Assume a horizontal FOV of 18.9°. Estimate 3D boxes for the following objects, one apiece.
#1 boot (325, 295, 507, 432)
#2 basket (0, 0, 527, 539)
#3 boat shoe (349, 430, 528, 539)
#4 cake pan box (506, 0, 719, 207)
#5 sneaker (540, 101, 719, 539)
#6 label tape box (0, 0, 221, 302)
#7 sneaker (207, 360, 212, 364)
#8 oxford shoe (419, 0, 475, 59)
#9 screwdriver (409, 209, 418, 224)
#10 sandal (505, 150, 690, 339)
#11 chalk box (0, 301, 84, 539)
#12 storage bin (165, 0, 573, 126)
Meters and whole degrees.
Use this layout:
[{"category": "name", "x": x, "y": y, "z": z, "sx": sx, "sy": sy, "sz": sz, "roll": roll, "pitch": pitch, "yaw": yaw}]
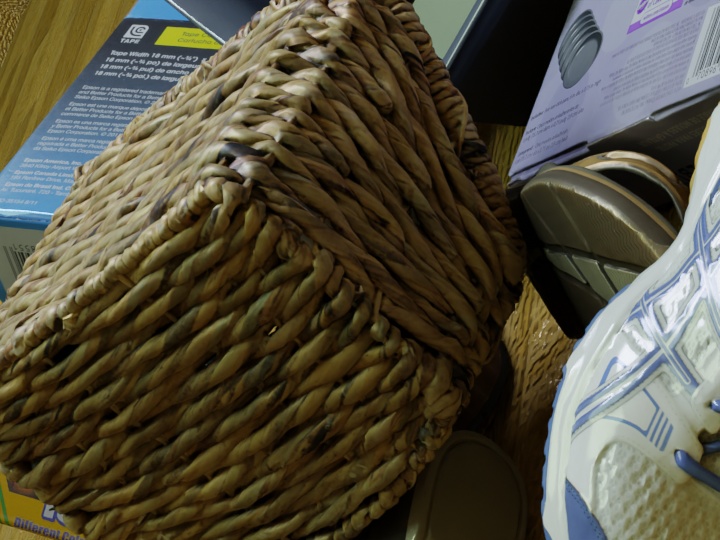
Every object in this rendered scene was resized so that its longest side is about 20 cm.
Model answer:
[{"category": "boot", "x": 0.000, "y": 0.000, "z": 0.935, "sx": 0.075, "sy": 0.097, "sz": 0.200, "roll": -47, "pitch": 20, "yaw": 6}, {"category": "basket", "x": -0.031, "y": 0.008, "z": 0.795, "sx": 0.200, "sy": 0.143, "sz": 0.149, "roll": -35, "pitch": 20, "yaw": 41}, {"category": "boat shoe", "x": 0.009, "y": 0.146, "z": 0.753, "sx": 0.057, "sy": 0.067, "sz": 0.200, "roll": -36, "pitch": 25, "yaw": 47}, {"category": "cake pan box", "x": 0.140, "y": -0.121, "z": 0.780, "sx": 0.200, "sy": 0.052, "sz": 0.184, "roll": -25, "pitch": 43, "yaw": 66}, {"category": "sneaker", "x": 0.115, "y": 0.015, "z": 0.605, "sx": 0.200, "sy": 0.075, "sz": 0.088, "roll": -68, "pitch": 16, "yaw": -11}, {"category": "label tape box", "x": -0.072, "y": -0.061, "z": 1.037, "sx": 0.200, "sy": 0.144, "sz": 0.063, "roll": -59, "pitch": -34, "yaw": -42}, {"category": "sneaker", "x": -0.039, "y": 0.067, "z": 0.902, "sx": 0.200, "sy": 0.074, "sz": 0.079, "roll": 45, "pitch": 104, "yaw": 30}, {"category": "oxford shoe", "x": 0.079, "y": -0.166, "z": 1.056, "sx": 0.074, "sy": 0.071, "sz": 0.200, "roll": 61, "pitch": -135, "yaw": -72}, {"category": "screwdriver", "x": 0.030, "y": -0.070, "z": 1.111, "sx": 0.028, "sy": 0.029, "sz": 0.200, "roll": -59, "pitch": 20, "yaw": 29}, {"category": "sandal", "x": 0.092, "y": -0.008, "z": 0.746, "sx": 0.054, "sy": 0.080, "sz": 0.200, "roll": -28, "pitch": 7, "yaw": -3}, {"category": "chalk box", "x": -0.119, "y": 0.035, "z": 1.121, "sx": 0.124, "sy": 0.124, "sz": 0.200, "roll": -43, "pitch": -32, "yaw": -82}, {"category": "storage bin", "x": 0.014, "y": -0.151, "z": 0.953, "sx": 0.200, "sy": 0.134, "sz": 0.146, "roll": 38, "pitch": 107, "yaw": 29}]
